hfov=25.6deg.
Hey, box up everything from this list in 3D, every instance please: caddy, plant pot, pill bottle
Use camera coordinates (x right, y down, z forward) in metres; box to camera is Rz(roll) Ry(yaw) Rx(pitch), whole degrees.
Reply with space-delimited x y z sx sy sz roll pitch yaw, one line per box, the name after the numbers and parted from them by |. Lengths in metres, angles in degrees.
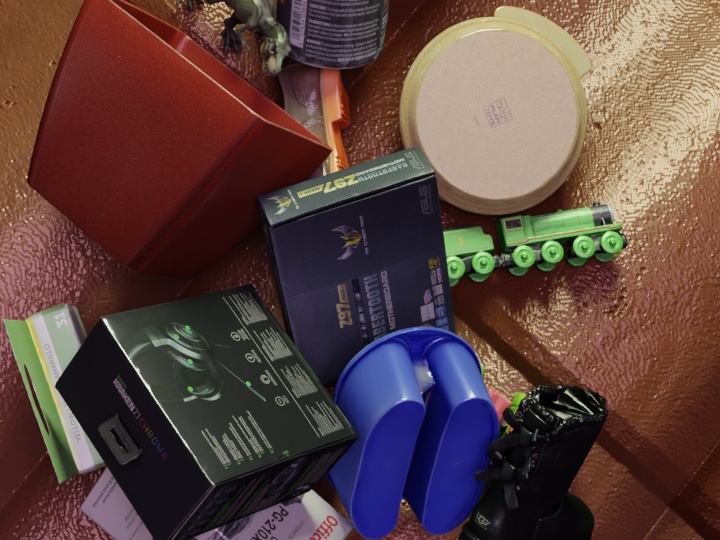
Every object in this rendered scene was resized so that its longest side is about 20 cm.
0.043 0.145 1.422 0.140 0.105 0.202 0 124 -20 | caddy
-0.175 -0.105 1.395 0.199 0.200 0.177 38 97 15 | plant pot
-0.020 -0.295 1.439 0.105 0.107 0.202 2 123 -8 | pill bottle

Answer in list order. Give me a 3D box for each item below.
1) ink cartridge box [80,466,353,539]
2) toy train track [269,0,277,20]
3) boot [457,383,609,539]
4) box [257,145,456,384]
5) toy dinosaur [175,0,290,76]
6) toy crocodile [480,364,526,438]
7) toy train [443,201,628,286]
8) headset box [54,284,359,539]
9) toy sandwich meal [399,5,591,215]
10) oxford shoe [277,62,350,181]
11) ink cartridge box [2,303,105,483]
-0.122 0.217 1.386 0.199 0.145 0.085 39 117 5 | ink cartridge box
-0.104 -0.324 1.506 0.114 0.032 0.203 -17 99 -50 | toy train track
0.175 0.181 1.424 0.073 0.197 0.164 36 111 34 | boot
0.000 0.000 1.437 0.156 0.051 0.202 -17 129 -9 | box
-0.125 -0.256 1.478 0.047 0.088 0.201 -23 77 -39 | toy dinosaur
0.124 0.135 1.497 0.199 0.062 0.068 30 82 -6 | toy crocodile
0.161 -0.027 1.527 0.197 0.042 0.057 -9 77 -9 | toy train
-0.131 0.118 1.321 0.175 0.199 0.093 52 124 18 | headset box
0.127 -0.154 1.520 0.202 0.070 0.208 0 90 -7 | toy sandwich meal
-0.048 -0.098 1.495 0.072 0.071 0.203 -2 79 9 | oxford shoe
-0.252 0.103 1.374 0.047 0.200 0.147 -20 88 -6 | ink cartridge box
